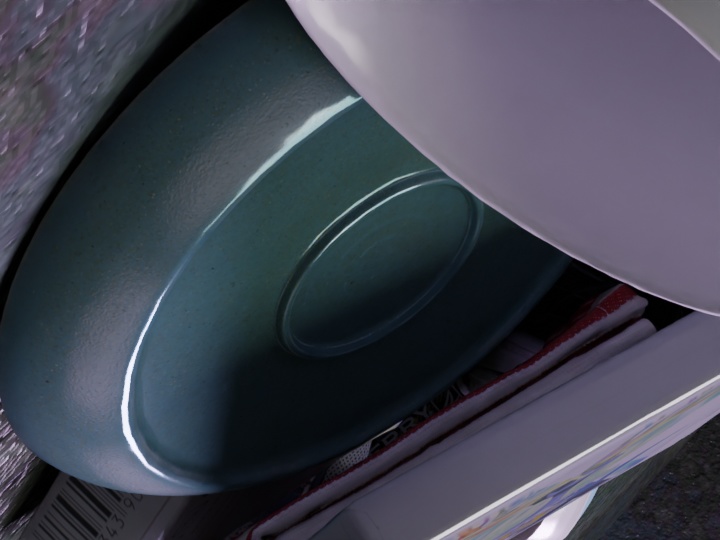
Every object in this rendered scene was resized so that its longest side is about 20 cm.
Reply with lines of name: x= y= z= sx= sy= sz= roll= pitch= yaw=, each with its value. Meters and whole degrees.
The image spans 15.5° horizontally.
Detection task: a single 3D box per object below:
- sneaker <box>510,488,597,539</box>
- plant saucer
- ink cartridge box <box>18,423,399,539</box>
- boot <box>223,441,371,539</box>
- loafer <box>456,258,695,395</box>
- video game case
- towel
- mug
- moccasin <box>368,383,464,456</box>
sneaker: x=0.106 y=0.015 z=0.997 sx=0.074 sy=0.082 sz=0.200 roll=6 pitch=-104 yaw=60
plant saucer: x=0.000 y=-0.008 z=0.683 sx=0.200 sy=0.027 sz=0.200 roll=-30 pitch=151 yaw=-19
ink cartridge box: x=0.000 y=0.000 z=0.826 sx=0.198 sy=0.043 sz=0.200 roll=-57 pitch=165 yaw=28
boot: x=-0.021 y=0.107 z=0.979 sx=0.200 sy=0.090 sz=0.073 roll=-52 pitch=169 yaw=13
loafer: x=0.072 y=-0.002 z=0.860 sx=0.200 sy=0.072 sz=0.063 roll=113 pitch=0 yaw=-71
video game case: x=0.053 y=0.056 z=0.763 sx=0.200 sy=0.022 sz=0.182 roll=-27 pitch=170 yaw=-26
towel: x=0.004 y=0.065 z=0.823 sx=0.144 sy=0.023 sz=0.200 roll=-31 pitch=174 yaw=-19
mug: x=0.105 y=-0.086 z=0.571 sx=0.175 sy=0.200 sz=0.148 roll=-54 pitch=-164 yaw=-16
moccasin: x=0.049 y=0.036 z=1.052 sx=0.200 sy=0.080 sz=0.068 roll=-50 pitch=165 yaw=-2
